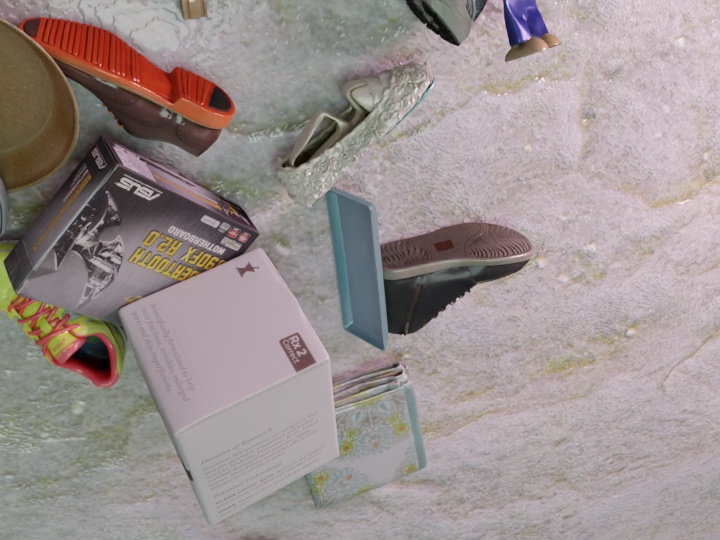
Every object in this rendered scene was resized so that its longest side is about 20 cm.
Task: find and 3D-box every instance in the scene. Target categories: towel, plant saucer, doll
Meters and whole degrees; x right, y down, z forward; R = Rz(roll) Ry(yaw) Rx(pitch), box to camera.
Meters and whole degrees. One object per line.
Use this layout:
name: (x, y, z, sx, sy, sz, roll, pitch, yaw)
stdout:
towel: (-0.001, 0.220, 1.119, 0.168, 0.048, 0.202, -18, 127, -7)
plant saucer: (-0.336, -0.149, 0.705, 0.196, 0.036, 0.202, -3, 138, -3)
plant saucer: (0.000, 0.000, 0.962, 0.019, 0.069, 0.203, -34, 134, -34)
doll: (0.139, -0.304, 0.789, 0.048, 0.136, 0.203, -9, 104, 32)

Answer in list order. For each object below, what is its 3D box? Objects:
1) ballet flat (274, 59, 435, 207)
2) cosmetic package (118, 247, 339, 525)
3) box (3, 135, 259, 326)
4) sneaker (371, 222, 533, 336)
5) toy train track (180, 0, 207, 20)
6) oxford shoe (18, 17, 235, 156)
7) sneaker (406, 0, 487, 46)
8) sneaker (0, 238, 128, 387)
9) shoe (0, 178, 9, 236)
ballet flat: (-0.010, -0.148, 0.852, 0.200, 0.072, 0.072, -45, 127, 8)
cosmetic package: (-0.131, 0.122, 0.881, 0.163, 0.165, 0.202, -25, 143, -17)
box: (-0.217, -0.023, 0.825, 0.159, 0.048, 0.199, -48, 144, 11)
sneaker: (0.108, 0.010, 1.014, 0.196, 0.075, 0.108, -8, 130, -7)
toy train track: (-0.189, -0.263, 0.722, 0.197, 0.033, 0.116, -13, 126, -13)
oxford shoe: (-0.215, -0.159, 0.760, 0.198, 0.072, 0.073, 23, 125, -26)
sneaker: (0.057, -0.307, 0.784, 0.087, 0.077, 0.200, -50, 134, 0)
sneaker: (-0.305, 0.047, 0.844, 0.078, 0.091, 0.200, -40, 127, 9)
shoe: (-0.352, -0.072, 0.693, 0.070, 0.092, 0.202, -4, 139, -2)
